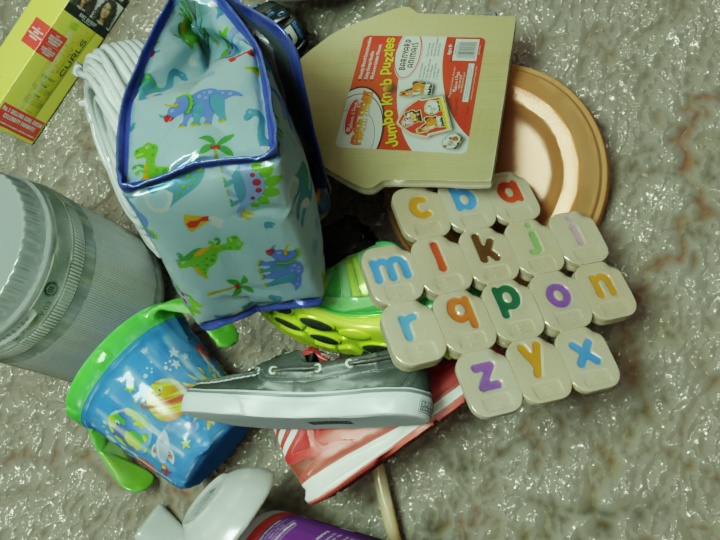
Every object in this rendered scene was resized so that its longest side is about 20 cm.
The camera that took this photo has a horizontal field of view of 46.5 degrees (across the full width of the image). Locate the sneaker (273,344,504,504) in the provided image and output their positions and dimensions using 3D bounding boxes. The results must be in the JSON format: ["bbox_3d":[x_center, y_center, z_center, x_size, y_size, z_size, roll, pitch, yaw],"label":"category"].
[{"bbox_3d":[0.011,0.090,0.684,0.199,0.078,0.116,-35,78,-3],"label":"sneaker"}]

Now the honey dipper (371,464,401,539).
[{"bbox_3d":[0.020,0.199,0.719,0.038,0.038,0.202,-16,77,16],"label":"honey dipper"}]

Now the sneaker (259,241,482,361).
[{"bbox_3d":[0.002,0.020,0.669,0.198,0.074,0.084,9,60,9],"label":"sneaker"}]

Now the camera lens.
[{"bbox_3d":[-0.293,0.012,0.778,0.159,0.200,0.162,-8,70,22],"label":"camera lens"}]

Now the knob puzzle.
[{"bbox_3d":[0.023,-0.142,0.706,0.217,0.031,0.221,-5,59,8],"label":"knob puzzle"}]

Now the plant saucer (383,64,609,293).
[{"bbox_3d":[0.112,-0.080,0.723,0.198,0.037,0.202,0,89,19],"label":"plant saucer"}]

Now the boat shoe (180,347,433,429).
[{"bbox_3d":[-0.041,0.089,0.643,0.198,0.069,0.057,-3,70,14],"label":"boat shoe"}]

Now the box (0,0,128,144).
[{"bbox_3d":[-0.346,-0.244,0.926,0.050,0.075,0.201,36,92,23],"label":"box"}]

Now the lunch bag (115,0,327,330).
[{"bbox_3d":[-0.094,-0.088,0.613,0.126,0.171,0.201,-13,52,0],"label":"lunch bag"}]

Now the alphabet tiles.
[{"bbox_3d":[0.104,0.012,0.628,0.198,0.015,0.197,-11,60,-17],"label":"alphabet tiles"}]

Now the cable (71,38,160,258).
[{"bbox_3d":[-0.201,-0.114,0.788,0.069,0.200,0.202,-22,106,-20],"label":"cable"}]

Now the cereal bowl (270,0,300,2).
[{"bbox_3d":[-0.054,-0.337,0.819,0.198,0.083,0.202,-6,60,11],"label":"cereal bowl"}]

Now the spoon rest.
[{"bbox_3d":[-0.130,0.219,0.716,0.061,0.200,0.100,44,53,-11],"label":"spoon rest"}]

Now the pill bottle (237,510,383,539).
[{"bbox_3d":[-0.009,0.263,0.652,0.199,0.112,0.114,4,80,35],"label":"pill bottle"}]

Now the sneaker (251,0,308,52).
[{"bbox_3d":[-0.102,-0.194,0.787,0.111,0.073,0.201,-27,41,16],"label":"sneaker"}]

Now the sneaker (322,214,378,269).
[{"bbox_3d":[0.000,0.000,0.748,0.198,0.076,0.092,18,82,22],"label":"sneaker"}]

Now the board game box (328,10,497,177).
[{"bbox_3d":[0.040,-0.163,0.792,0.198,0.032,0.121,-10,80,18],"label":"board game box"}]

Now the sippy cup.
[{"bbox_3d":[-0.172,0.121,0.760,0.130,0.178,0.140,38,60,12],"label":"sippy cup"}]

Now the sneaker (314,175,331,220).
[{"bbox_3d":[-0.050,-0.095,0.752,0.090,0.075,0.201,29,88,27],"label":"sneaker"}]
